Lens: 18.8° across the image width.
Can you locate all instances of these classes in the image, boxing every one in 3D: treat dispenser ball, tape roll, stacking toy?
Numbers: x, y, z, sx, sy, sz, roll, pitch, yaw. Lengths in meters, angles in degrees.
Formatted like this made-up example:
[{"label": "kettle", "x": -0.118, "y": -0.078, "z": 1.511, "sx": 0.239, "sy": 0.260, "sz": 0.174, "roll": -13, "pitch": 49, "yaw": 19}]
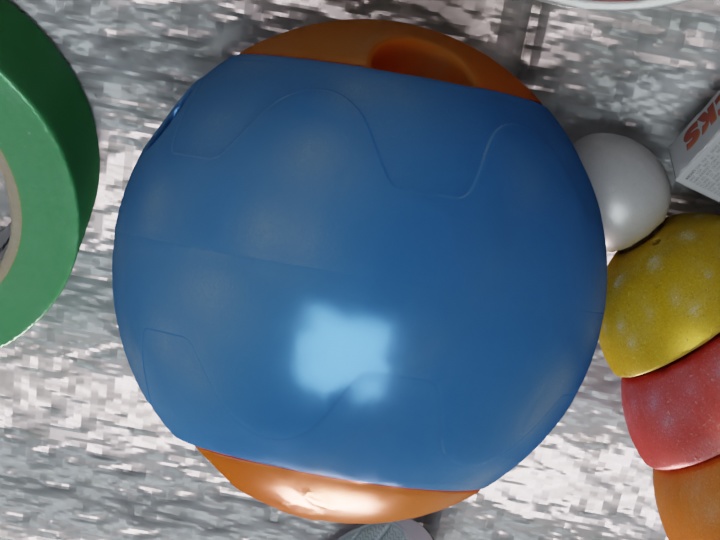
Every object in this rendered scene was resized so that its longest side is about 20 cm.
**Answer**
[{"label": "treat dispenser ball", "x": 0.000, "y": 0.000, "z": 0.876, "sx": 0.199, "sy": 0.202, "sz": 0.202, "roll": 4, "pitch": 128, "yaw": 5}, {"label": "tape roll", "x": -0.218, "y": -0.047, "z": 0.969, "sx": 0.198, "sy": 0.048, "sz": 0.202, "roll": 4, "pitch": 129, "yaw": 5}, {"label": "stacking toy", "x": 0.151, "y": 0.026, "z": 0.938, "sx": 0.146, "sy": 0.146, "sz": 0.201, "roll": -30, "pitch": 103, "yaw": 27}]

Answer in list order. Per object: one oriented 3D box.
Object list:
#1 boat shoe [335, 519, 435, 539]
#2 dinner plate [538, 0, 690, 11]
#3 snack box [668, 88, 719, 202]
[{"label": "boat shoe", "x": -0.003, "y": 0.199, "z": 1.126, "sx": 0.066, "sy": 0.074, "sz": 0.200, "roll": 9, "pitch": 134, "yaw": -35}, {"label": "dinner plate", "x": 0.097, "y": -0.190, "z": 0.828, "sx": 0.198, "sy": 0.024, "sz": 0.202, "roll": 4, "pitch": 127, "yaw": 6}, {"label": "snack box", "x": 0.213, "y": -0.095, "z": 0.877, "sx": 0.071, "sy": 0.024, "sz": 0.200, "roll": 23, "pitch": 128, "yaw": -22}]
